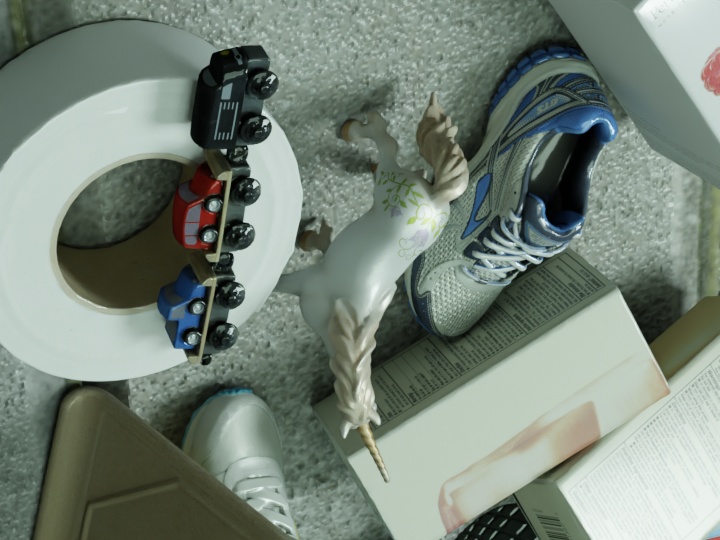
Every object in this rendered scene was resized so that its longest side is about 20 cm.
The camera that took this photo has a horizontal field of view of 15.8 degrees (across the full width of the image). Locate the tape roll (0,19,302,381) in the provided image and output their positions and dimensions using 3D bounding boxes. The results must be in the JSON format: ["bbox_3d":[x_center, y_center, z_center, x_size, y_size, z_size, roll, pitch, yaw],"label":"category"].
[{"bbox_3d":[-0.135,-0.037,1.472,0.201,0.071,0.204,-14,127,-19],"label":"tape roll"}]

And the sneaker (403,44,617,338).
[{"bbox_3d":[0.091,-0.035,1.583,0.077,0.085,0.201,11,117,-33],"label":"sneaker"}]

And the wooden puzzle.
[{"bbox_3d":[-0.115,0.189,1.578,0.037,0.199,0.186,-24,137,-47],"label":"wooden puzzle"}]

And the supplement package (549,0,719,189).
[{"bbox_3d":[0.204,-0.151,1.524,0.121,0.120,0.200,-47,132,-6],"label":"supplement package"}]

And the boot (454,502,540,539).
[{"bbox_3d":[0.086,0.229,1.769,0.201,0.068,0.131,-60,164,19],"label":"boot"}]

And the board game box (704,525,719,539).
[{"bbox_3d":[0.262,0.158,1.850,0.199,0.029,0.135,-10,126,-21],"label":"board game box"}]

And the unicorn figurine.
[{"bbox_3d":[0.000,0.000,1.524,0.073,0.138,0.201,10,118,-33],"label":"unicorn figurine"}]

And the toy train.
[{"bbox_3d":[-0.082,-0.032,1.434,0.045,0.034,0.201,-3,123,-22],"label":"toy train"}]

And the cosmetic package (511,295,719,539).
[{"bbox_3d":[0.199,0.114,1.681,0.200,0.071,0.106,-37,107,-23],"label":"cosmetic package"}]

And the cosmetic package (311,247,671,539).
[{"bbox_3d":[0.082,0.082,1.639,0.199,0.103,0.088,-31,111,-3],"label":"cosmetic package"}]

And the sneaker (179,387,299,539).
[{"bbox_3d":[-0.064,0.173,1.613,0.076,0.081,0.202,-5,93,-39],"label":"sneaker"}]
